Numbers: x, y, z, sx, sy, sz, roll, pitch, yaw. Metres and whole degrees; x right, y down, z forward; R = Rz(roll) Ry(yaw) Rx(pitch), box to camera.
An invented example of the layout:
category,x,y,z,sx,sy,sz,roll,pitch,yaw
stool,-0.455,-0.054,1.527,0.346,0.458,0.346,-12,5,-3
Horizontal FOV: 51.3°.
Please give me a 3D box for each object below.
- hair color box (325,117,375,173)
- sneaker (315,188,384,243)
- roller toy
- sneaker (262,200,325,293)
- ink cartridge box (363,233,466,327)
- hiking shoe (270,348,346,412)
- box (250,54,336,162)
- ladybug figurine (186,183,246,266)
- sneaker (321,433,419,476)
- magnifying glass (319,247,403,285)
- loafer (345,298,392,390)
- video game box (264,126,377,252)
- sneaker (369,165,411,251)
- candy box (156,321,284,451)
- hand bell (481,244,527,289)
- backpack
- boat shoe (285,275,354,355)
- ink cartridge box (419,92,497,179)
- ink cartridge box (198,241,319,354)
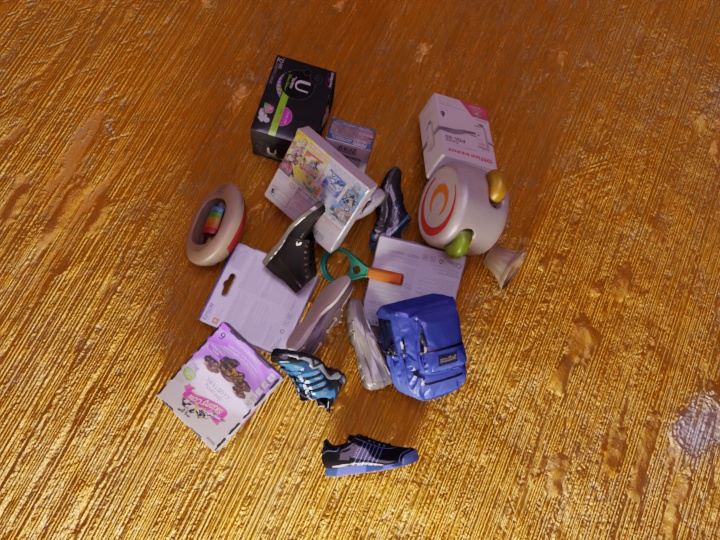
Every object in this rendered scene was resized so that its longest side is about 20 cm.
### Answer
category,x,y,z,sx,sy,sz,roll,pitch,yaw
hair color box,-0.033,-0.238,1.643,0.099,0.200,0.061,16,61,-1
sneaker,-0.051,-0.151,1.651,0.199,0.075,0.115,-31,88,12
roller toy,0.223,-0.131,1.596,0.139,0.182,0.201,12,102,-25
sneaker,-0.110,-0.049,1.567,0.106,0.200,0.075,43,31,2
ink cartridge box,0.112,0.039,1.645,0.195,0.043,0.201,14,98,-1
hiking shoe,-0.107,0.220,1.517,0.200,0.074,0.087,33,69,-39
box,-0.152,-0.357,1.711,0.147,0.124,0.201,16,71,0
ladybug figurine,-0.305,-0.096,1.627,0.135,0.072,0.201,6,68,38
sneaker,0.019,0.370,1.533,0.198,0.070,0.079,-6,80,-7
magnifying glass,0.000,0.000,1.622,0.199,0.022,0.080,13,96,24
loafer,0.018,0.154,1.604,0.069,0.070,0.201,-13,82,-15
video game box,-0.087,-0.169,1.574,0.200,0.183,0.047,41,36,10
sneaker,0.075,-0.135,1.699,0.081,0.073,0.202,12,82,-7
candy box,-0.282,0.235,1.523,0.168,0.072,0.200,42,84,5
hand bell,0.264,-0.053,1.694,0.199,0.104,0.104,33,72,19
backpack,0.132,0.165,1.540,0.161,0.168,0.202,-11,98,-18
boat shoe,-0.075,0.101,1.588,0.060,0.072,0.200,45,71,-26
ink cartridge box,0.221,-0.290,1.703,0.146,0.083,0.201,12,52,-20
ink cartridge box,-0.217,0.064,1.618,0.199,0.041,0.201,24,72,2
